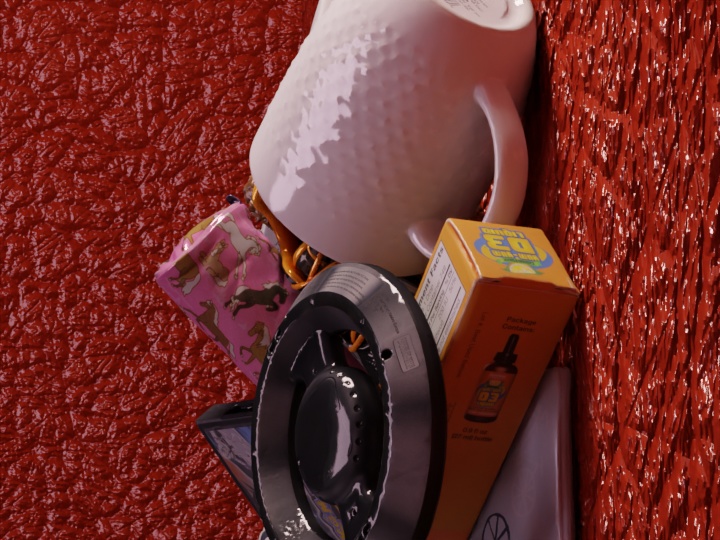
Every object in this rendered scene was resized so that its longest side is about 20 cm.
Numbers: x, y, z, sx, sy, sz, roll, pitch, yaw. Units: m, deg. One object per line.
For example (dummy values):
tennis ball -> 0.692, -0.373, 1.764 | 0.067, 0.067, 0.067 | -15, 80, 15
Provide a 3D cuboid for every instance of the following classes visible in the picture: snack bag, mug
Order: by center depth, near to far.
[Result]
snack bag -> 0.080, 0.157, 1.253 | 0.200, 0.021, 0.190 | 151, 122, -61
mug -> 0.040, -0.091, 1.309 | 0.176, 0.147, 0.201 | -60, 45, 35

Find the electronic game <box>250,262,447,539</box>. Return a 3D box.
electronic game -> -0.009, 0.096, 1.228 | 0.200, 0.041, 0.201 | -13, 75, 59

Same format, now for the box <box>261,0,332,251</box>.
box -> -0.015, -0.092, 1.768 | 0.201, 0.104, 0.185 | 109, 175, -47

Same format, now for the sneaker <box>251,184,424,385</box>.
sneaker -> -0.008, 0.008, 1.369 | 0.078, 0.077, 0.200 | -54, 51, 31

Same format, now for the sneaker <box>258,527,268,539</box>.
sneaker -> 0.027, 0.163, 1.573 | 0.129, 0.199, 0.080 | -1, 120, 55

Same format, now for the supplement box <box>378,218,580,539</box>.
supplement box -> 0.054, 0.069, 1.226 | 0.069, 0.066, 0.201 | -111, 36, -49

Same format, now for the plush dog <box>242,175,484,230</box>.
plush dog -> 0.000, 0.000, 1.503 | 0.161, 0.199, 0.173 | -114, 27, -56

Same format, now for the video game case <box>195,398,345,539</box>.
video game case -> -0.015, 0.171, 1.418 | 0.201, 0.025, 0.181 | 56, 155, -10

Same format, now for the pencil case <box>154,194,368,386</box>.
pencil case -> -0.045, 0.046, 1.423 | 0.087, 0.200, 0.083 | -44, 1, -29
